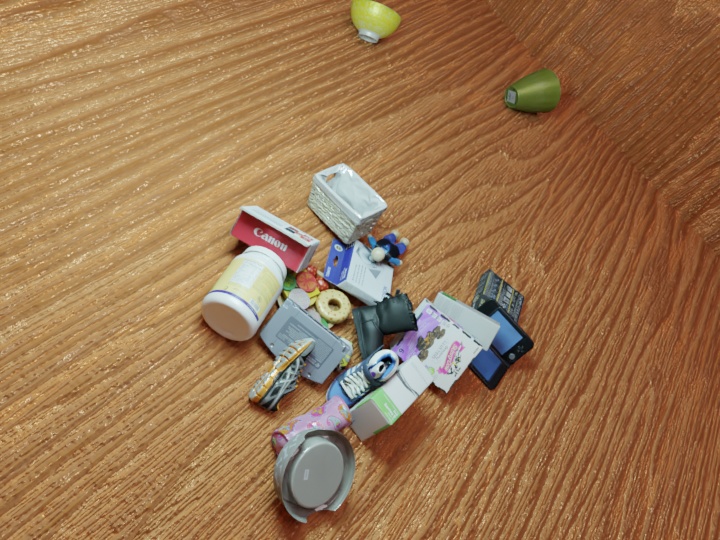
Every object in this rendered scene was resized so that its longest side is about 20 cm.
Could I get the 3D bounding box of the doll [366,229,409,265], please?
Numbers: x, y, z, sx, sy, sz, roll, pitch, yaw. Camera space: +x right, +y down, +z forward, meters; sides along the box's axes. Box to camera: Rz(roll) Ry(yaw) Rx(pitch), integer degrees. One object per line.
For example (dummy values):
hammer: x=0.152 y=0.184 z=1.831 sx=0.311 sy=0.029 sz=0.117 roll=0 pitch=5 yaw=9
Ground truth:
doll: x=0.076 y=-0.067 z=1.846 sx=0.136 sy=0.049 sz=0.200 roll=39 pitch=28 yaw=6

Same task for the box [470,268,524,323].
box: x=0.442 y=0.115 z=2.017 sx=0.161 sy=0.049 sz=0.201 roll=37 pitch=47 yaw=-11

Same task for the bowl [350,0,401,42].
bowl: x=0.045 y=-0.932 z=2.369 sx=0.198 sy=0.200 sz=0.109 roll=17 pitch=95 yaw=-25

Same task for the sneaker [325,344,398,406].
sneaker: x=0.006 y=0.260 z=1.517 sx=0.199 sy=0.147 sz=0.081 roll=-31 pitch=80 yaw=-16

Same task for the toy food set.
toy food set: x=-0.132 y=0.074 z=1.650 sx=0.197 sy=0.049 sz=0.201 roll=-25 pitch=78 yaw=-42

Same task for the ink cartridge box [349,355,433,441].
ink cartridge box: x=0.072 y=0.318 z=1.564 sx=0.084 sy=0.145 sz=0.199 roll=51 pitch=47 yaw=4

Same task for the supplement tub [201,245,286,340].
supplement tub: x=-0.274 y=0.052 z=1.501 sx=0.145 sy=0.145 sz=0.201 roll=36 pitch=47 yaw=-9

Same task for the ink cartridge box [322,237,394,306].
ink cartridge box: x=0.000 y=0.000 z=1.765 sx=0.199 sy=0.041 sz=0.201 roll=30 pitch=35 yaw=-15

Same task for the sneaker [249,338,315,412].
sneaker: x=-0.172 y=0.243 z=1.471 sx=0.077 sy=0.078 sz=0.200 roll=45 pitch=78 yaw=-16

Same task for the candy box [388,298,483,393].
candy box: x=0.207 y=0.206 z=1.713 sx=0.199 sy=0.168 sz=0.072 roll=37 pitch=6 yaw=-8

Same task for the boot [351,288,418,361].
boot: x=0.073 y=0.161 z=1.646 sx=0.073 sy=0.161 sz=0.201 roll=43 pitch=32 yaw=-73

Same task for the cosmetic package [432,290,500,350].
cosmetic package: x=0.299 y=0.145 z=1.810 sx=0.198 sy=0.086 sz=0.108 roll=28 pitch=6 yaw=9

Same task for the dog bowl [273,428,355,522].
dog bowl: x=-0.104 y=0.441 z=1.367 sx=0.198 sy=0.058 sz=0.203 roll=-4 pitch=96 yaw=-40

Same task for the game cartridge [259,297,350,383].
game cartridge: x=-0.141 y=0.178 z=1.527 sx=0.199 sy=0.134 sz=0.040 roll=40 pitch=4 yaw=-7

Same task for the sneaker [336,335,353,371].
sneaker: x=-0.110 y=0.190 z=1.574 sx=0.198 sy=0.075 sz=0.077 roll=22 pitch=57 yaw=-16

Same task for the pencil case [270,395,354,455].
pencil case: x=-0.110 y=0.369 z=1.452 sx=0.199 sy=0.087 sz=0.088 roll=-22 pitch=75 yaw=-42

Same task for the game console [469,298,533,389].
game console: x=0.396 y=0.218 z=1.877 sx=0.200 sy=0.176 sz=0.116 roll=47 pitch=18 yaw=1

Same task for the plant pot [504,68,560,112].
plant pot: x=0.732 y=-0.768 z=2.720 sx=0.198 sy=0.187 sz=0.189 roll=-17 pitch=71 yaw=-24

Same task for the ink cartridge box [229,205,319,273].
ink cartridge box: x=-0.218 y=-0.081 z=1.581 sx=0.199 sy=0.085 sz=0.176 roll=29 pitch=8 yaw=3

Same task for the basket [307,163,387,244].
basket: x=-0.044 y=-0.190 z=1.807 sx=0.200 sy=0.124 sz=0.135 roll=44 pitch=45 yaw=17
